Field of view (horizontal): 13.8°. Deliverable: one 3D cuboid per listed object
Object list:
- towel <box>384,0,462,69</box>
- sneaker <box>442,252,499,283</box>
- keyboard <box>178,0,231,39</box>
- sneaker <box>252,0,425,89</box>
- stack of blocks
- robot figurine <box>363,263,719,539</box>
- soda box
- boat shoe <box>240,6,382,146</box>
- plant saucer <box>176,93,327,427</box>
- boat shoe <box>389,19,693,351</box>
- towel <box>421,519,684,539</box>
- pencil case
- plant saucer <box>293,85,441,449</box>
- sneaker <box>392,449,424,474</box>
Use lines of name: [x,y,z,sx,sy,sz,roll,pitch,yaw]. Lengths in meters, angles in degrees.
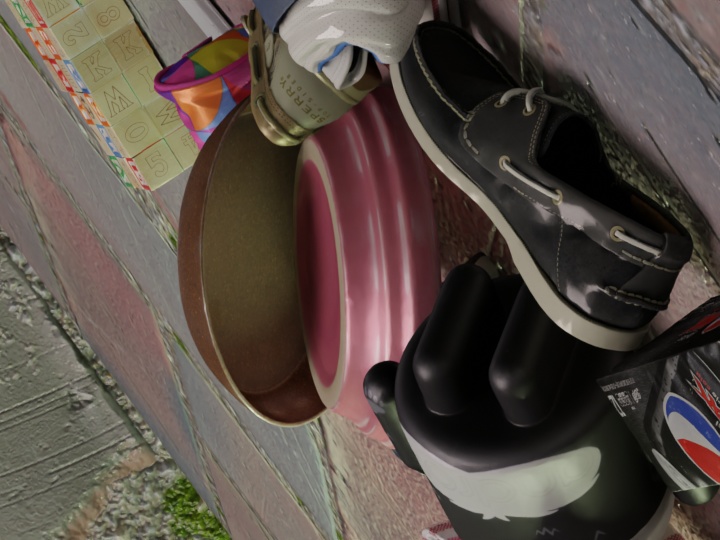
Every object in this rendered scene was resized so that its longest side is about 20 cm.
towel: [-0.009,-0.172,1.489,0.200,0.023,0.144,48,164,29]
sneaker: [0.067,0.072,1.715,0.086,0.080,0.200,51,169,18]
keyboard: [-0.133,-0.205,1.956,0.200,0.011,0.056,51,173,24]
sneaker: [-0.044,-0.155,1.414,0.200,0.081,0.146,14,121,53]
stack of blocks: [-0.196,-0.159,2.219,0.200,0.059,0.115,58,169,-12]
robot figurine: [0.090,0.080,1.517,0.150,0.125,0.200,50,171,42]
soda box: [0.163,0.045,1.240,0.063,0.071,0.200,55,169,0]
boat shoe: [-0.035,-0.111,1.568,0.073,0.063,0.200,43,-174,-8]
plant saucer: [-0.051,-0.010,1.719,0.034,0.200,0.200,0,134,30]
boat shoe: [0.083,-0.053,1.360,0.200,0.072,0.068,54,131,35]
towel: [0.144,0.186,1.587,0.200,0.146,0.030,49,135,32]
pencil case: [-0.050,-0.056,1.839,0.200,0.088,0.088,63,167,-24]
plant saucer: [0.000,0.000,1.640,0.201,0.051,0.201,175,90,-80]
sneaker: [0.030,0.092,1.933,0.085,0.075,0.200,61,169,0]
